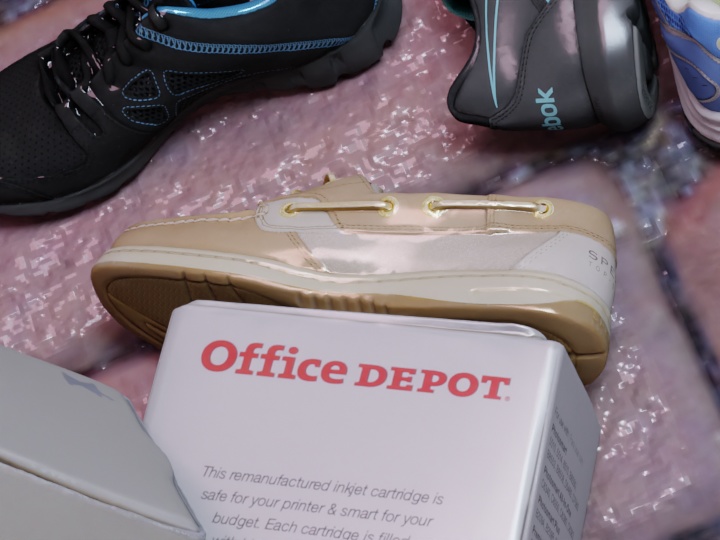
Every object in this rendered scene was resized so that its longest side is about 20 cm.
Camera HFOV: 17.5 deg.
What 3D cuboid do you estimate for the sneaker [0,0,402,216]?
[{"bbox_3d":[-0.086,-0.091,0.925,0.200,0.082,0.073,-27,61,5],"label":"sneaker"}]

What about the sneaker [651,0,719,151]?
[{"bbox_3d":[0.139,-0.145,0.883,0.076,0.077,0.200,-14,59,13],"label":"sneaker"}]

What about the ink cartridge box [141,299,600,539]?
[{"bbox_3d":[-0.009,0.121,0.792,0.146,0.084,0.200,5,66,21],"label":"ink cartridge box"}]

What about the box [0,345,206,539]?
[{"bbox_3d":[-0.152,0.128,0.758,0.200,0.109,0.128,-62,23,8],"label":"box"}]

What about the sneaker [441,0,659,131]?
[{"bbox_3d":[0.065,-0.143,0.907,0.079,0.075,0.200,-11,61,15],"label":"sneaker"}]

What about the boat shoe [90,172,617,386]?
[{"bbox_3d":[0.000,0.000,0.864,0.200,0.074,0.069,6,54,19],"label":"boat shoe"}]
